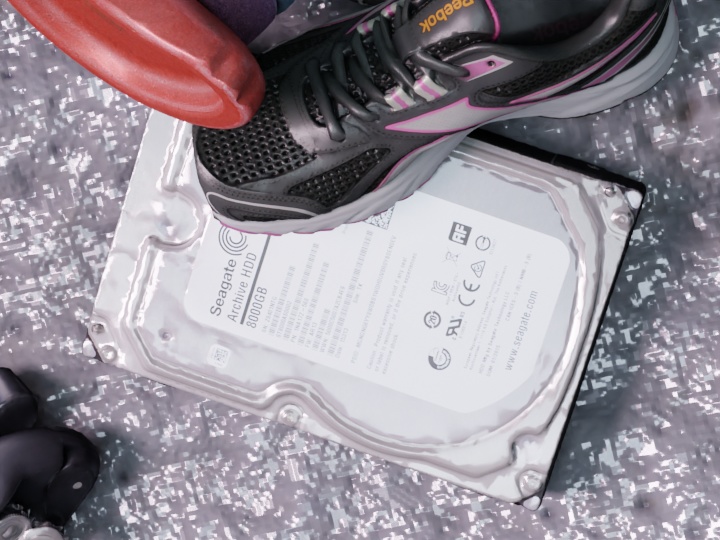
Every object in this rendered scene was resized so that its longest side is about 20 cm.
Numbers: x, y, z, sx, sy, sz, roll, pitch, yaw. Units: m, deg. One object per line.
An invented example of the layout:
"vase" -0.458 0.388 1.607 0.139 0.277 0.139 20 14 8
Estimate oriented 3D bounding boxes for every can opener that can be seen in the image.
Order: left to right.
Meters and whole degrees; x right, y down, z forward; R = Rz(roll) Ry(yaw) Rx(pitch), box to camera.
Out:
"can opener" -0.179 0.138 1.013 0.063 0.079 0.200 22 109 -35

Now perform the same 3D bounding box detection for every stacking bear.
"stacking bear" -0.040 -0.163 0.868 0.121 0.114 0.200 37 77 -10

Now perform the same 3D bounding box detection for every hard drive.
"hard drive" 0.000 0.000 0.966 0.200 0.038 0.140 20 101 6

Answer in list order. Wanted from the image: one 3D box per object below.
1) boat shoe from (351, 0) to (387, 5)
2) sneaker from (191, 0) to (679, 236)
"boat shoe" 0.066 -0.156 0.920 0.200 0.057 0.069 -19 77 12
"sneaker" 0.026 -0.084 0.898 0.200 0.086 0.080 -26 74 -5
